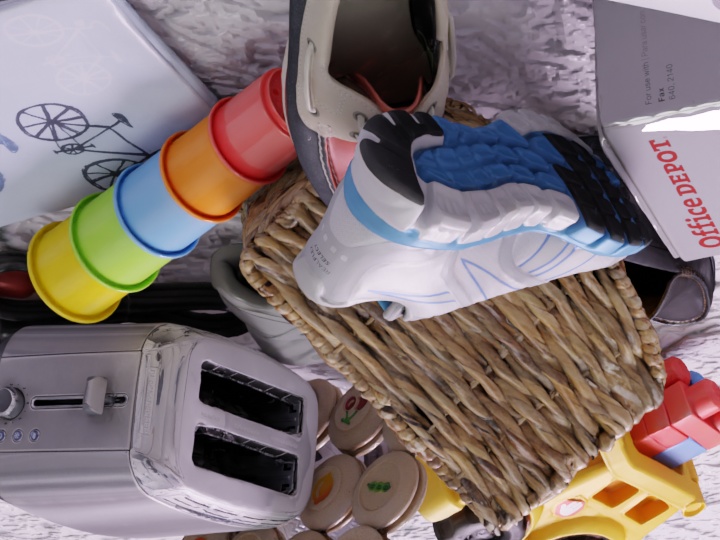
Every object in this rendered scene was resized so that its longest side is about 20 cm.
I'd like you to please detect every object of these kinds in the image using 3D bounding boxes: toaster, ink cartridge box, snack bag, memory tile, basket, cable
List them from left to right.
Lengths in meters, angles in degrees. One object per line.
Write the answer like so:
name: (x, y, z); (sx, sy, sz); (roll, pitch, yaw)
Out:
snack bag: (-0.169, -0.080, 0.879); (0.200, 0.021, 0.189); (-13, 153, 18)
cable: (-0.160, 0.010, 1.073); (0.200, 0.050, 0.097); (-7, 143, -15)
toaster: (-0.113, 0.097, 1.041); (0.129, 0.114, 0.200); (-6, 159, 34)
memory tile: (-0.034, 0.131, 1.075); (0.017, 0.153, 0.200); (38, 153, -33)
basket: (0.048, 0.002, 0.897); (0.143, 0.149, 0.200); (-42, 101, 6)
ink cartridge box: (0.220, -0.084, 0.805); (0.200, 0.086, 0.146); (-10, 153, 22)

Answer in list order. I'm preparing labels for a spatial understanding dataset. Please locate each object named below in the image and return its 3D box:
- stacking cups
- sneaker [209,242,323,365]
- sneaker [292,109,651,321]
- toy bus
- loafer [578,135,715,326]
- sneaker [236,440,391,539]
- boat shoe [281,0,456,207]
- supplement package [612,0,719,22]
stacking cups: (-0.088, -0.039, 0.897); (0.060, 0.061, 0.200); (20, 142, -37)
sneaker: (0.000, 0.000, 0.993); (0.200, 0.078, 0.099); (-17, 147, 29)
sneaker: (0.044, -0.017, 0.754); (0.200, 0.075, 0.087); (2, 138, -49)
toy bus: (0.143, 0.109, 1.179); (0.192, 0.136, 0.200); (-33, 139, 28)
loafer: (0.147, -0.001, 0.994); (0.073, 0.072, 0.200); (-16, 151, 28)
sneaker: (-0.039, 0.137, 1.198); (0.114, 0.076, 0.200); (-15, -167, 29)
boat shoe: (0.007, -0.088, 0.732); (0.071, 0.063, 0.200); (-14, 132, -13)
supplement package: (0.188, -0.151, 0.632); (0.200, 0.110, 0.114); (8, 153, -17)
